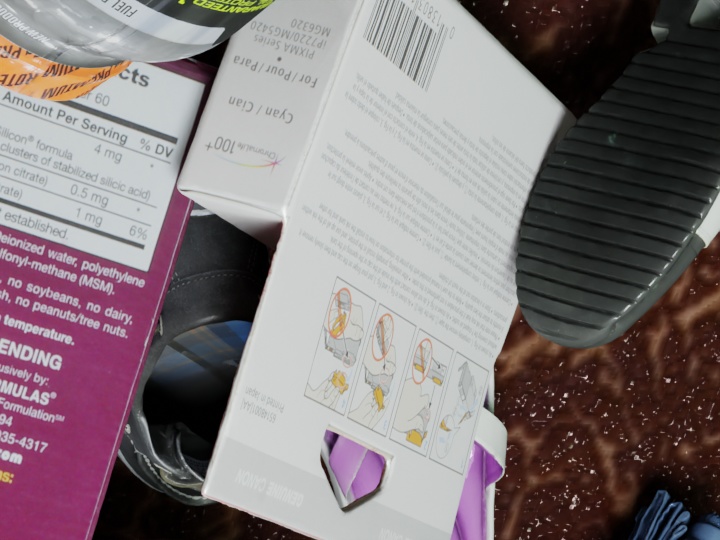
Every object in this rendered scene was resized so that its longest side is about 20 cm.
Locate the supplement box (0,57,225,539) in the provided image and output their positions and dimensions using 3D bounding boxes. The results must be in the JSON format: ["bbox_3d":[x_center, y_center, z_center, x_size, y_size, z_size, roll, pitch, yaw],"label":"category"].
[{"bbox_3d":[-0.137,0.016,0.852,0.103,0.131,0.201,19,85,-28],"label":"supplement box"}]

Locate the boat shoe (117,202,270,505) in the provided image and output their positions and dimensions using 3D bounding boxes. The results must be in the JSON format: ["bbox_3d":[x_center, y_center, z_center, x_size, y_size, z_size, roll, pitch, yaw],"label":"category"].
[{"bbox_3d":[-0.053,0.042,0.939,0.070,0.066,0.200,-6,150,-11],"label":"boat shoe"}]

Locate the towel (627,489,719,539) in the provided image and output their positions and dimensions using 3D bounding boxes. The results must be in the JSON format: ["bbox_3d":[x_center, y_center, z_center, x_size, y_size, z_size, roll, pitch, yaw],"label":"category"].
[{"bbox_3d":[0.105,0.198,1.086,0.200,0.048,0.112,-62,141,-27],"label":"towel"}]

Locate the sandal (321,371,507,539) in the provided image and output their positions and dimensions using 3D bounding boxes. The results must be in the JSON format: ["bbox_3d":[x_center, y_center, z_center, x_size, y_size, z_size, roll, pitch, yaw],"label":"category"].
[{"bbox_3d":[0.022,0.068,1.036,0.082,0.050,0.203,-20,125,-8],"label":"sandal"}]

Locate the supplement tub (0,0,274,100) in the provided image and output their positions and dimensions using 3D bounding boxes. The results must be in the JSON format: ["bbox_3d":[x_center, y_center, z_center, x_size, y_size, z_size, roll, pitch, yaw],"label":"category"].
[{"bbox_3d":[-0.038,-0.139,0.728,0.200,0.123,0.122,-36,128,29],"label":"supplement tub"}]

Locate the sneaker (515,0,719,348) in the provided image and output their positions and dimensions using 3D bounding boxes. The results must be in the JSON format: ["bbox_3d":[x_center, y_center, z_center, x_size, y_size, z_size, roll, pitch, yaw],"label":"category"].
[{"bbox_3d":[0.130,-0.047,0.961,0.200,0.074,0.089,-58,137,-12],"label":"sneaker"}]

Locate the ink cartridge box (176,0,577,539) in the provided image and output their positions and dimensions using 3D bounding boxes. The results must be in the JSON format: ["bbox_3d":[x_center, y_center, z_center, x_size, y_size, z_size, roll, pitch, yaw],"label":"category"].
[{"bbox_3d":[0.000,0.000,0.888,0.200,0.045,0.177,33,74,-64],"label":"ink cartridge box"}]
